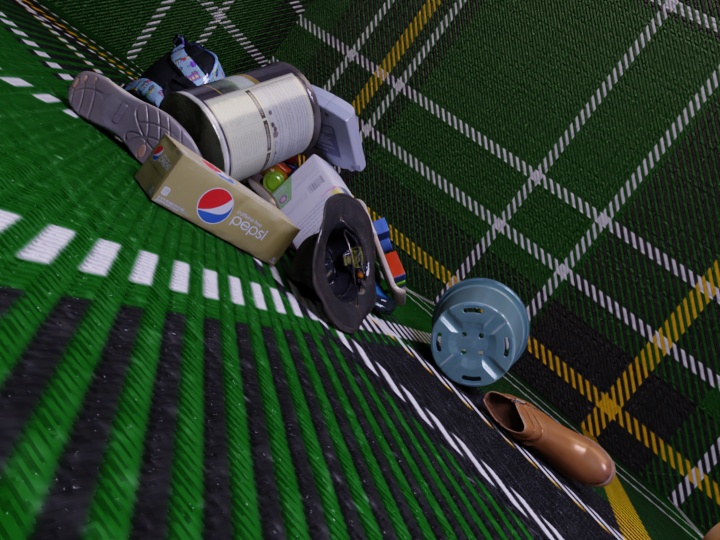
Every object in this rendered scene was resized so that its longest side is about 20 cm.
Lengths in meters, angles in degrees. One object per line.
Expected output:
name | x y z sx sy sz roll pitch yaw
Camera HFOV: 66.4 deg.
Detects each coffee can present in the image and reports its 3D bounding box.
coffee can | -0.177 -0.217 0.826 0.146 0.147 0.200 39 46 15

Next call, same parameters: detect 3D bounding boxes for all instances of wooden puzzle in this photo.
wooden puzzle | 0.049 -0.035 1.090 0.185 0.046 0.202 66 -1 -78

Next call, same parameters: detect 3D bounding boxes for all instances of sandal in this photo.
sandal | -0.214 -0.138 0.903 0.200 0.081 0.054 43 48 10

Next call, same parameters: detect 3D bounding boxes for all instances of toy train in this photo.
toy train | -0.147 -0.167 0.990 0.199 0.085 0.116 36 16 -19

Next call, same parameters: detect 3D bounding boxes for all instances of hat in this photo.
hat | -0.044 -0.010 0.743 0.080 0.203 0.200 -4 -13 22

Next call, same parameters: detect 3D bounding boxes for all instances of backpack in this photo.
backpack | -0.292 -0.282 0.918 0.200 0.182 0.135 40 -11 46

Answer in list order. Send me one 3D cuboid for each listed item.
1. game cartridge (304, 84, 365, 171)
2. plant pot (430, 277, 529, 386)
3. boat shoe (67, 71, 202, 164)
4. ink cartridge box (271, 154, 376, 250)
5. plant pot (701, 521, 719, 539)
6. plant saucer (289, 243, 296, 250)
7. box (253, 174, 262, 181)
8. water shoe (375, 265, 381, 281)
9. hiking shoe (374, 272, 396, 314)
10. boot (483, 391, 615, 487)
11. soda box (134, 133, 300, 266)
game cartridge | -0.083 -0.250 0.925 0.199 0.041 0.134 27 -23 27
plant pot | 0.218 0.121 1.037 0.200 0.201 0.196 39 12 11
boat shoe | -0.293 -0.194 0.747 0.199 0.075 0.073 39 5 -7
ink cartridge box | -0.056 -0.076 0.908 0.201 0.117 0.067 59 18 25
plant pot | 0.827 0.607 1.092 0.199 0.200 0.184 35 21 -27
plant saucer | -0.175 -0.115 1.036 0.200 0.051 0.201 38 5 -4
box | -0.239 -0.200 1.218 0.199 0.075 0.100 33 7 -38
water shoe | -0.044 -0.021 1.159 0.200 0.072 0.079 44 36 19
hiking shoe | 0.000 0.000 1.045 0.200 0.087 0.074 41 6 22
boot | 0.294 0.267 0.879 0.199 0.074 0.154 26 -6 45
soda box | -0.168 -0.080 0.679 0.068 0.064 0.199 42 6 41
